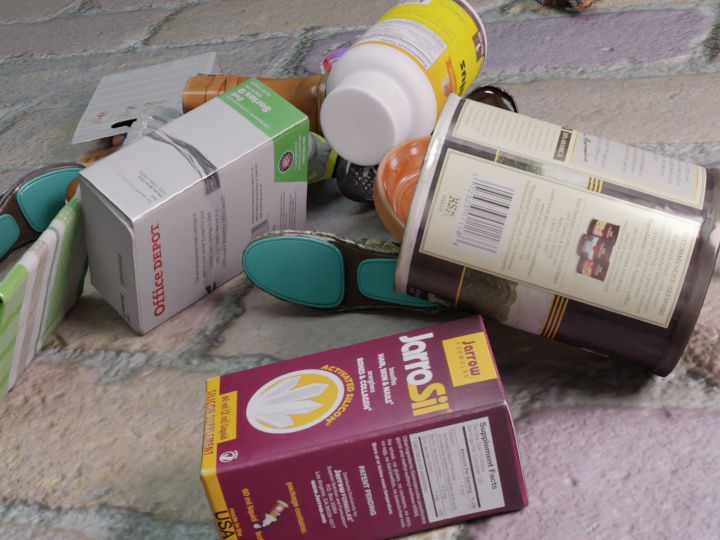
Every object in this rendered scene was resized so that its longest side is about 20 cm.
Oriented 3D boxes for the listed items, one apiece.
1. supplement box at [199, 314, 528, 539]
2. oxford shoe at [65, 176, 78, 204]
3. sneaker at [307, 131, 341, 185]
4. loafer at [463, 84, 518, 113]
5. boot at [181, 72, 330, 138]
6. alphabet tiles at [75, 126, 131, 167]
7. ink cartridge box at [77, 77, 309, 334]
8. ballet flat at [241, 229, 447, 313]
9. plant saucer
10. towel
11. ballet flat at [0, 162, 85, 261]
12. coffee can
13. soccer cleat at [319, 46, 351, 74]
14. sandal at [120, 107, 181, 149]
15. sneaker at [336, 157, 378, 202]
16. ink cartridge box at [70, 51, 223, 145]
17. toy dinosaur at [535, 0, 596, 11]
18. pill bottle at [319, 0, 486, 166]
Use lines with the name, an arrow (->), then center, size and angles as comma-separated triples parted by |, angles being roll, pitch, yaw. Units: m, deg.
supplement box -> 0.000, 0.112, 0.816 | 0.197, 0.087, 0.111 | -14, 29, 2
oxford shoe -> -0.214, -0.101, 1.222 | 0.197, 0.071, 0.072 | -13, 55, 17
sneaker -> -0.096, -0.106, 1.268 | 0.076, 0.076, 0.199 | 20, -7, -35
loafer -> 0.109, -0.121, 1.163 | 0.072, 0.072, 0.201 | 23, 45, 6
boot -> -0.110, -0.175, 1.293 | 0.152, 0.075, 0.200 | 8, -2, -11
alphabet tiles -> -0.234, -0.135, 1.421 | 0.197, 0.015, 0.196 | -14, 27, 1
ink cartridge box -> -0.145, -0.059, 1.099 | 0.199, 0.147, 0.084 | -34, 58, -31
ballet flat -> 0.000, 0.000, 1.046 | 0.197, 0.069, 0.075 | 5, 13, 22
plant saucer -> 0.105, -0.043, 1.017 | 0.198, 0.033, 0.201 | 13, 37, -10
towel -> -0.280, 0.015, 1.060 | 0.030, 0.150, 0.201 | 22, 35, 1
ballet flat -> -0.369, -0.056, 1.297 | 0.072, 0.074, 0.200 | 11, 41, 38
coffee can -> 0.137, -0.026, 0.860 | 0.197, 0.148, 0.147 | 17, 36, 7
soccer cleat -> -0.002, -0.219, 1.385 | 0.076, 0.067, 0.200 | -25, 17, 2
sandal -> -0.231, -0.089, 1.301 | 0.081, 0.050, 0.204 | 9, 54, 22
sneaker -> 0.021, -0.123, 1.245 | 0.079, 0.074, 0.200 | -20, 21, 36
ink cartridge box -> -0.254, -0.196, 1.507 | 0.160, 0.051, 0.201 | -11, 33, 8
toy dinosaur -> 0.264, -0.389, 1.556 | 0.135, 0.102, 0.201 | -32, 52, 2
pill bottle -> 0.039, -0.179, 1.154 | 0.108, 0.110, 0.200 | 3, 34, 28
